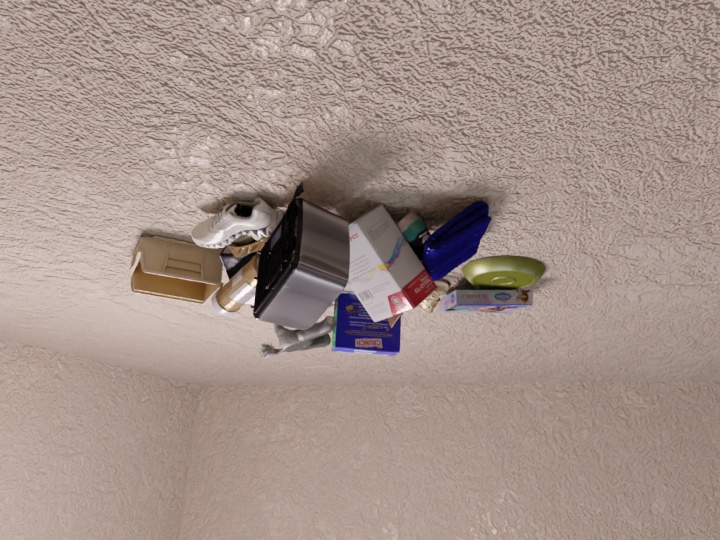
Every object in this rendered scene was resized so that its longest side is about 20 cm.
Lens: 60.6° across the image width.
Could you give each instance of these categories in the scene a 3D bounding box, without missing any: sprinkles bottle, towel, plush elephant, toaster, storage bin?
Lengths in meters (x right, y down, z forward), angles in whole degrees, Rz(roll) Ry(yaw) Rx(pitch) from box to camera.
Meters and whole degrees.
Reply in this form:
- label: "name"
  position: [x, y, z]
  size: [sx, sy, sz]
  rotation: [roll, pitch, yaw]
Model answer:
- label: "sprinkles bottle"
  position: [-0.262, 0.034, 1.389]
  size: [0.068, 0.068, 0.200]
  rotation: [17, 142, -35]
- label: "towel"
  position: [0.187, -0.048, 1.206]
  size: [0.148, 0.050, 0.200]
  rotation: [-37, 163, -8]
- label: "plush elephant"
  position: [-0.174, 0.122, 1.557]
  size: [0.199, 0.155, 0.165]
  rotation: [-16, 159, -8]
- label: "toaster"
  position: [-0.108, -0.018, 1.131]
  size: [0.118, 0.181, 0.200]
  rotation: [20, 133, -24]
- label: "storage bin"
  position: [-0.451, 0.002, 1.502]
  size: [0.198, 0.094, 0.200]
  rotation: [11, 160, -24]

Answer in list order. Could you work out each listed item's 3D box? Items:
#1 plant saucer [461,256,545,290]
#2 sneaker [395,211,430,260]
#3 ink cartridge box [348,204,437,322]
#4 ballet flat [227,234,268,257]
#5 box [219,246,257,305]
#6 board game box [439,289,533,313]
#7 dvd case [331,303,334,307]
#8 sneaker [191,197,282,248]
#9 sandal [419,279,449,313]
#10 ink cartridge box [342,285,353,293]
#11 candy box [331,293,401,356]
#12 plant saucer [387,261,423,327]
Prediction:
- label: "plant saucer"
  position: [0.347, 0.013, 1.500]
  size: [0.199, 0.031, 0.200]
  rotation: [4, 161, 1]
- label: "sneaker"
  position: [0.097, -0.043, 1.265]
  size: [0.071, 0.080, 0.200]
  rotation: [-35, 168, -16]
- label: "ink cartridge box"
  position: [0.035, -0.012, 1.225]
  size: [0.083, 0.200, 0.146]
  rotation: [-38, -173, -34]
- label: "ballet flat"
  position: [-0.224, -0.076, 1.304]
  size: [0.200, 0.068, 0.072]
  rotation: [-11, 138, 45]
- label: "box"
  position: [-0.209, 0.012, 1.433]
  size: [0.199, 0.051, 0.158]
  rotation: [2, 132, 18]
- label: "board game box"
  position: [0.326, 0.084, 1.632]
  size: [0.199, 0.041, 0.200]
  rotation: [0, 170, -4]
- label: "dvd case"
  position: [-0.086, 0.071, 1.755]
  size: [0.200, 0.025, 0.150]
  rotation: [-11, 157, 35]
- label: "sneaker"
  position: [-0.256, -0.099, 1.221]
  size: [0.199, 0.075, 0.081]
  rotation: [-13, 149, 20]
- label: "sandal"
  position: [0.184, 0.087, 1.684]
  size: [0.077, 0.070, 0.212]
  rotation: [8, 161, -14]
- label: "ink cartridge box"
  position: [0.000, 0.000, 1.434]
  size: [0.199, 0.084, 0.146]
  rotation: [4, 162, -3]
- label: "candy box"
  position: [0.017, 0.115, 1.590]
  size: [0.169, 0.201, 0.077]
  rotation: [6, 161, -7]
- label: "plant saucer"
  position: [0.118, 0.043, 1.430]
  size: [0.034, 0.200, 0.200]
  rotation: [35, 163, 7]
